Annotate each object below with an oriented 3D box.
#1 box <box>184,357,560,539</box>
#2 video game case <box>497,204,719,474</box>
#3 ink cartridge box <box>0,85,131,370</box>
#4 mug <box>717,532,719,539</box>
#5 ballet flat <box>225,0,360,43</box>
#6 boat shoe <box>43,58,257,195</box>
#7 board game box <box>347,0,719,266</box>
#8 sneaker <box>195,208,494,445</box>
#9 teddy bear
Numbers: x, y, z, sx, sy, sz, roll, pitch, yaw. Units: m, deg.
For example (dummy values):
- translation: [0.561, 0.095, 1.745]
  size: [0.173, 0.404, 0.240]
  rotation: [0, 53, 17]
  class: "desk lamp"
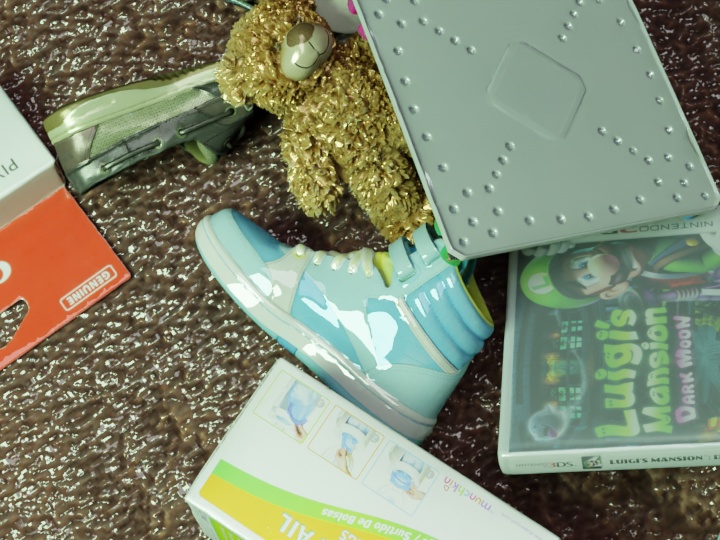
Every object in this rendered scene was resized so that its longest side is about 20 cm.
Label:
- translation: [0.008, 0.159, 0.962]
  size: [0.199, 0.113, 0.102]
  rotation: [32, 74, 11]
  class: "box"
- translation: [0.178, 0.037, 0.991]
  size: [0.179, 0.024, 0.201]
  rotation: [-4, 45, 13]
  class: "video game case"
- translation: [-0.281, -0.012, 1.070]
  size: [0.199, 0.044, 0.174]
  rotation: [-36, 71, -11]
  class: "ink cartridge box"
- translation: [0.264, 0.194, 0.921]
  size: [0.113, 0.152, 0.187]
  rotation: [14, 70, 3]
  class: "mug"
- translation: [-0.049, -0.201, 1.112]
  size: [0.198, 0.074, 0.075]
  rotation: [23, 72, 12]
  class: "ballet flat"
- translation: [-0.111, -0.103, 1.090]
  size: [0.199, 0.072, 0.067]
  rotation: [-18, 95, -18]
  class: "boat shoe"
- translation: [0.107, -0.108, 1.021]
  size: [0.198, 0.026, 0.202]
  rotation: [-11, 69, -25]
  class: "board game box"
- translation: [0.000, 0.000, 1.020]
  size: [0.200, 0.080, 0.131]
  rotation: [41, 100, 6]
  class: "sneaker"
- translation: [0.001, -0.099, 1.047]
  size: [0.144, 0.067, 0.201]
  rotation: [-32, 102, -3]
  class: "teddy bear"
